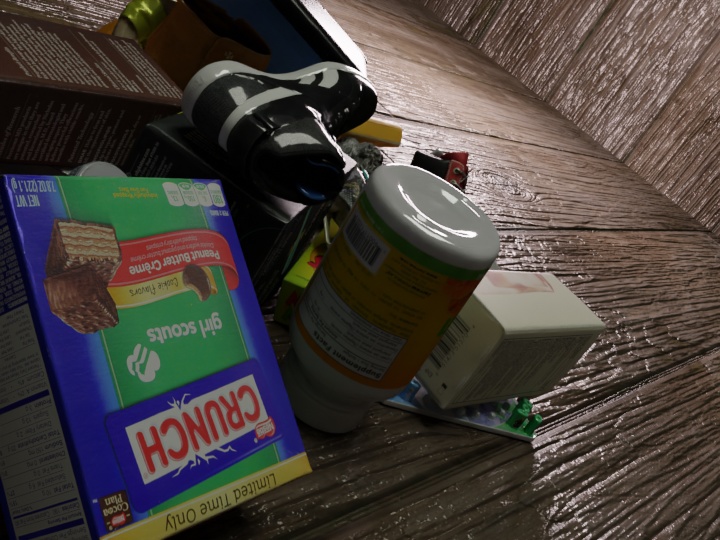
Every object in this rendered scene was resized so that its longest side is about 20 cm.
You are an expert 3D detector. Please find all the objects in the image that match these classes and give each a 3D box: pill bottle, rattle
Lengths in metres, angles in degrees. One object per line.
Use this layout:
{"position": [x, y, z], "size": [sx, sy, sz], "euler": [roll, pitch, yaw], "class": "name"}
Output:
{"position": [0.012, 0.029, 0.666], "size": [0.110, 0.201, 0.112], "euler": [24, 29, -14], "class": "pill bottle"}
{"position": [-0.191, -0.197, 0.935], "size": [0.199, 0.142, 0.132], "euler": [27, 61, -30], "class": "rattle"}

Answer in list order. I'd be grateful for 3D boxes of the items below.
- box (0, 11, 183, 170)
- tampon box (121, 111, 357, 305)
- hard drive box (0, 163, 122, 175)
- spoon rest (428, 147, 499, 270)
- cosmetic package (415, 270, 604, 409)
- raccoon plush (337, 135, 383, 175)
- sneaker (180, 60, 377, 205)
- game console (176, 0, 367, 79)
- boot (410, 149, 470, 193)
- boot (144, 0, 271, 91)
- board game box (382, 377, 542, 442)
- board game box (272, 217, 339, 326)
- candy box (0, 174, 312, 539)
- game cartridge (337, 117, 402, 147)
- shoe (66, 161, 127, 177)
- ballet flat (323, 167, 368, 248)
{"position": [-0.233, -0.132, 0.636], "size": [0.100, 0.075, 0.199], "euler": [46, 25, 24], "class": "box"}
{"position": [-0.112, -0.046, 0.718], "size": [0.126, 0.151, 0.200], "euler": [35, 23, 1], "class": "tampon box"}
{"position": [-0.272, -0.110, 0.728], "size": [0.155, 0.077, 0.201], "euler": [29, 24, -13], "class": "hard drive box"}
{"position": [0.119, -0.052, 1.088], "size": [0.202, 0.060, 0.099], "euler": [64, 10, -7], "class": "spoon rest"}
{"position": [0.137, 0.062, 0.829], "size": [0.199, 0.104, 0.087], "euler": [5, 37, -50], "class": "cosmetic package"}
{"position": [-0.050, -0.083, 0.995], "size": [0.197, 0.098, 0.135], "euler": [6, 39, 2], "class": "raccoon plush"}
{"position": [-0.034, -0.098, 0.657], "size": [0.199, 0.073, 0.112], "euler": [-14, 57, -50], "class": "sneaker"}
{"position": [-0.098, -0.227, 0.799], "size": [0.200, 0.116, 0.176], "euler": [45, 16, -18], "class": "game console"}
{"position": [0.118, -0.054, 1.003], "size": [0.199, 0.145, 0.072], "euler": [37, 14, 25], "class": "boot"}
{"position": [-0.119, -0.157, 0.818], "size": [0.200, 0.144, 0.071], "euler": [38, 44, -17], "class": "boot"}
{"position": [0.075, 0.077, 0.880], "size": [0.198, 0.026, 0.201], "euler": [19, 27, -30], "class": "board game box"}
{"position": [0.000, 0.000, 0.843], "size": [0.101, 0.048, 0.200], "euler": [23, 31, 6], "class": "board game box"}
{"position": [-0.131, 0.051, 0.499], "size": [0.168, 0.076, 0.202], "euler": [-8, 79, -57], "class": "candy box"}
{"position": [-0.075, -0.184, 1.065], "size": [0.175, 0.033, 0.199], "euler": [8, 0, 42], "class": "game cartridge"}
{"position": [-0.167, 0.028, 0.614], "size": [0.202, 0.090, 0.071], "euler": [61, 35, -10], "class": "shoe"}
{"position": [0.006, -0.021, 0.784], "size": [0.071, 0.072, 0.201], "euler": [17, 28, -33], "class": "ballet flat"}
